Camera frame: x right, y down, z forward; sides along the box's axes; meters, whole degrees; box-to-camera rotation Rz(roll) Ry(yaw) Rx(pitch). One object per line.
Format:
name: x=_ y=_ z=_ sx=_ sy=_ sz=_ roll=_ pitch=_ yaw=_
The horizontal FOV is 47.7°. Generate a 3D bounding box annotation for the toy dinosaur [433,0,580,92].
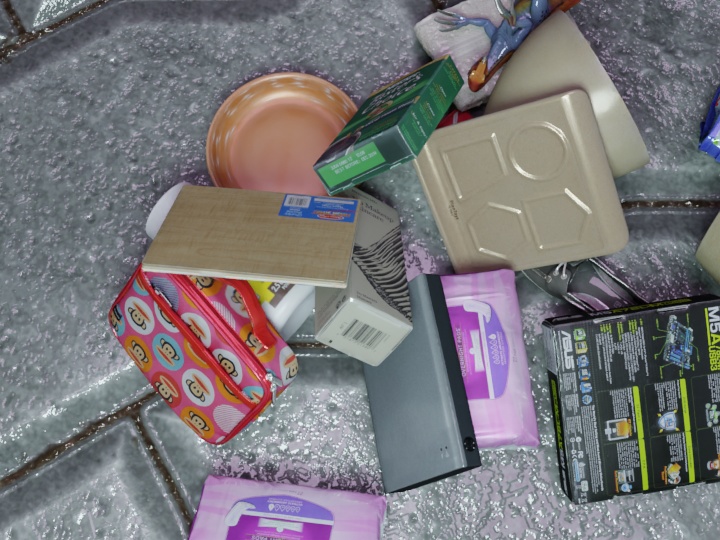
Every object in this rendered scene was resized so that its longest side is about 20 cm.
toy dinosaur: x=0.195 y=-0.289 z=0.972 sx=0.198 sy=0.105 sz=0.183 roll=17 pitch=93 yaw=-12

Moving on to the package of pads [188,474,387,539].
package of pads: x=-0.073 y=0.285 z=0.831 sx=0.198 sy=0.076 sz=0.121 roll=7 pitch=38 yaw=1

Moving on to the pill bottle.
pill bottle: x=-0.144 y=-0.011 z=0.922 sx=0.199 sy=0.109 sz=0.109 roll=38 pitch=78 yaw=9

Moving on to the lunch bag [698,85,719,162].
lunch bag: x=0.507 y=-0.181 z=0.959 sx=0.169 sy=0.128 sz=0.201 roll=28 pitch=67 yaw=7

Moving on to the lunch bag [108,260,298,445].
lunch bag: x=-0.161 y=0.070 z=0.858 sx=0.200 sy=0.176 sz=0.082 roll=48 pitch=39 yaw=3

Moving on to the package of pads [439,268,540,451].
package of pads: x=0.124 y=0.105 z=0.907 sx=0.119 sy=0.076 sz=0.202 roll=-6 pitch=74 yaw=-1

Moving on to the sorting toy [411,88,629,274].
sorting toy: x=0.173 y=-0.088 z=0.893 sx=0.198 sy=0.037 sz=0.186 roll=-13 pitch=113 yaw=26

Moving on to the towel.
towel: x=0.182 y=-0.289 z=1.029 sx=0.199 sy=0.035 sz=0.133 roll=-24 pitch=75 yaw=-11

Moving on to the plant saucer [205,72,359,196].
plant saucer: x=-0.088 y=-0.144 z=0.997 sx=0.198 sy=0.037 sz=0.202 roll=0 pitch=76 yaw=0

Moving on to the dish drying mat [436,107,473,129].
dish drying mat: x=0.159 y=-0.108 z=0.995 sx=0.077 sy=0.018 sz=0.200 roll=-36 pitch=77 yaw=-10

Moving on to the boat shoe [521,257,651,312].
boat shoe: x=0.268 y=0.018 z=0.933 sx=0.199 sy=0.057 sz=0.067 roll=36 pitch=78 yaw=4

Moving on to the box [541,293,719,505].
box: x=0.305 y=0.138 z=0.881 sx=0.191 sy=0.048 sz=0.202 roll=-9 pitch=96 yaw=-4

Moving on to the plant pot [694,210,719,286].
plant pot: x=0.484 y=-0.004 z=0.896 sx=0.199 sy=0.188 sz=0.188 roll=35 pitch=77 yaw=23

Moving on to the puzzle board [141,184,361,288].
puzzle board: x=-0.104 y=-0.036 z=0.831 sx=0.198 sy=0.018 sz=0.151 roll=5 pitch=36 yaw=3

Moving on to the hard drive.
hard drive: x=0.056 y=0.122 z=0.868 sx=0.033 sy=0.139 sz=0.202 roll=4 pitch=65 yaw=-33

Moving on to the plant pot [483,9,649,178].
plant pot: x=0.221 y=-0.174 z=0.939 sx=0.134 sy=0.200 sz=0.202 roll=-31 pitch=76 yaw=15

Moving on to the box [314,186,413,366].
box: x=0.000 y=0.000 z=0.878 sx=0.082 sy=0.068 sz=0.201 roll=26 pitch=34 yaw=-24

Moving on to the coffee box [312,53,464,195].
coffee box: x=0.035 y=-0.167 z=0.916 sx=0.044 sy=0.122 sz=0.200 roll=56 pitch=38 yaw=-20
